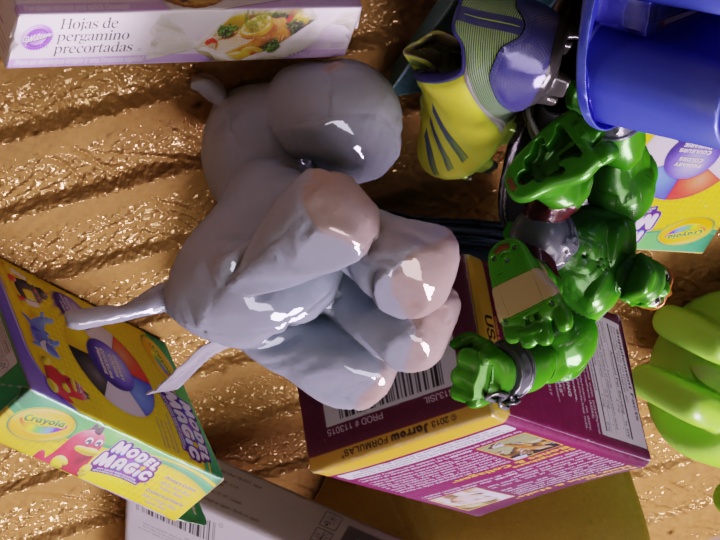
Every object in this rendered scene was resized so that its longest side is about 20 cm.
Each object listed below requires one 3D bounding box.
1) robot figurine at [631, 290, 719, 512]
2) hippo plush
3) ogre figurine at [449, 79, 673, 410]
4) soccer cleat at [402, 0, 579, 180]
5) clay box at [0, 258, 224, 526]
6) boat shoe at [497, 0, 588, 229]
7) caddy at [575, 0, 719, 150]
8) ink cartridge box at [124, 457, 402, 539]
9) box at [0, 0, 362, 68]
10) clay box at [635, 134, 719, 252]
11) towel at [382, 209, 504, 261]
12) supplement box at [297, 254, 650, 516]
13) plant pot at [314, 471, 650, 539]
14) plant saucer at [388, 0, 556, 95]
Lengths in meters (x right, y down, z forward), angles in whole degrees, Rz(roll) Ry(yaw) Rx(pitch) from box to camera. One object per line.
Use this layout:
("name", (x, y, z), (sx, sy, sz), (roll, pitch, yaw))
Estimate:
("robot figurine", (0.270, 0.081, 2.001), (0.200, 0.116, 0.176), (20, 93, -42))
("hippo plush", (-0.031, -0.025, 1.660), (0.200, 0.161, 0.159), (-24, 133, 28))
("ogre figurine", (0.117, -0.015, 1.683), (0.098, 0.201, 0.120), (0, 169, 25))
("soccer cleat", (0.058, -0.105, 1.662), (0.083, 0.065, 0.200), (19, 161, -9))
("clay box", (-0.156, 0.071, 1.751), (0.048, 0.115, 0.200), (-41, 141, 18))
("boat shoe", (0.116, -0.095, 1.733), (0.068, 0.072, 0.200), (-27, 146, -47))
("caddy", (0.173, -0.143, 1.586), (0.200, 0.105, 0.142), (-28, 133, -60))
("ink cartridge box", (-0.056, 0.208, 1.925), (0.044, 0.199, 0.174), (-56, 163, -38))
("box", (-0.097, -0.137, 1.601), (0.199, 0.042, 0.039), (-3, 136, -25))
("clay box", (0.187, -0.078, 1.811), (0.115, 0.048, 0.200), (2, 133, -31))
("towel", (0.000, 0.000, 1.799), (0.199, 0.049, 0.112), (2, 154, -32))
("supplement box", (0.067, 0.072, 1.801), (0.131, 0.104, 0.200), (-20, 159, 27))
("plant pot", (0.086, 0.225, 1.999), (0.195, 0.200, 0.195), (-1, 136, -29))
("plant saucer", (0.071, -0.145, 1.646), (0.070, 0.019, 0.200), (-9, 162, -20))
